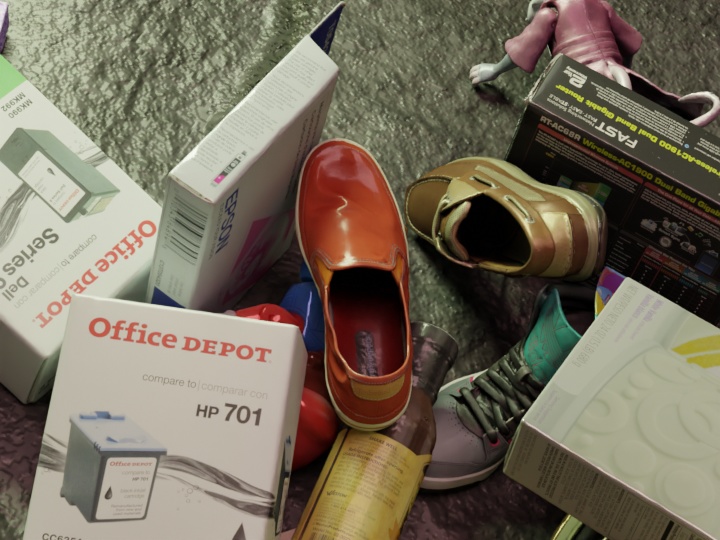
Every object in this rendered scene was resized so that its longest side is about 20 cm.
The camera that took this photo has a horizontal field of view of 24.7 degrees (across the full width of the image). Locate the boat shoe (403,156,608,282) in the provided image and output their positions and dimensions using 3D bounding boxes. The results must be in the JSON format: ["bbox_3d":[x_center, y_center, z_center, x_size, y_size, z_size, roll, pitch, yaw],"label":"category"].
[{"bbox_3d":[0.087,-0.037,1.156,0.073,0.077,0.199,-8,12,-32],"label":"boat shoe"}]

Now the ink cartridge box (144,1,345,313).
[{"bbox_3d":[-0.069,-0.055,1.115,0.043,0.197,0.200,34,55,11],"label":"ink cartridge box"}]

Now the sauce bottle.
[{"bbox_3d":[0.011,0.125,1.057,0.064,0.065,0.201,24,63,4],"label":"sauce bottle"}]

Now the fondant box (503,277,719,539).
[{"bbox_3d":[0.205,0.110,0.972,0.199,0.059,0.144,31,51,14],"label":"fondant box"}]

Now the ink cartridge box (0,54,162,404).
[{"bbox_3d":[-0.239,-0.035,1.109,0.200,0.084,0.146,42,57,3],"label":"ink cartridge box"}]

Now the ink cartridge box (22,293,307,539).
[{"bbox_3d":[-0.118,0.127,0.994,0.145,0.086,0.202,7,77,4],"label":"ink cartridge box"}]

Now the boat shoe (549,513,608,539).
[{"bbox_3d":[0.171,0.174,1.089,0.064,0.074,0.200,33,54,16],"label":"boat shoe"}]

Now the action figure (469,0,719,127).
[{"bbox_3d":[0.174,-0.160,1.288,0.133,0.149,0.202,-15,74,-16],"label":"action figure"}]

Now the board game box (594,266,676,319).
[{"bbox_3d":[0.227,0.077,1.116,0.199,0.039,0.160,26,47,-49],"label":"board game box"}]

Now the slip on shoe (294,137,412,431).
[{"bbox_3d":[0.000,0.000,1.053,0.073,0.061,0.202,-2,63,-9],"label":"slip on shoe"}]

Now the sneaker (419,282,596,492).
[{"bbox_3d":[0.114,0.073,1.116,0.199,0.121,0.084,-25,64,-27],"label":"sneaker"}]

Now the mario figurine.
[{"bbox_3d":[-0.046,0.045,1.119,0.122,0.106,0.202,22,67,4],"label":"mario figurine"}]

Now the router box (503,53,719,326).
[{"bbox_3d":[0.197,-0.048,1.203,0.199,0.150,0.062,29,53,8],"label":"router box"}]

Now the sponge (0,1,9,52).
[{"bbox_3d":[-0.334,-0.127,1.207,0.110,0.030,0.202,11,53,-6],"label":"sponge"}]

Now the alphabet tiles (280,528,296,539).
[{"bbox_3d":[-0.024,0.256,1.022,0.194,0.015,0.201,-15,61,-23],"label":"alphabet tiles"}]
